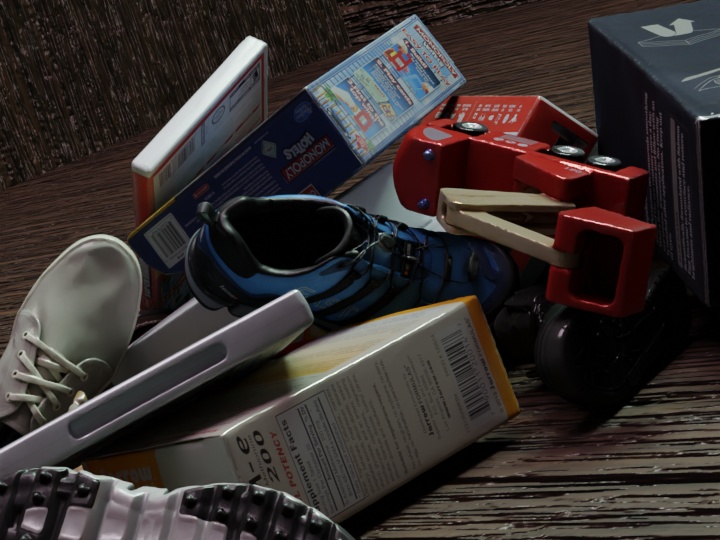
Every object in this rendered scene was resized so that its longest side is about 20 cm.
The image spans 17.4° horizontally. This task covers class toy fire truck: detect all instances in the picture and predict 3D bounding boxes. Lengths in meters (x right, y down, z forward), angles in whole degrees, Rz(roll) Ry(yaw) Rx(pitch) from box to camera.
[{"bbox_3d":[0.090,-0.034,1.308,0.199,0.049,0.141,17,20,30],"label":"toy fire truck"}]

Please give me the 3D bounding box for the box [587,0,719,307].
[{"bbox_3d":[0.255,-0.082,1.360,0.195,0.118,0.200,-10,24,-9],"label":"box"}]

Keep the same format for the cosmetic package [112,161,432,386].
[{"bbox_3d":[-0.062,0.016,1.497,0.151,0.052,0.200,-40,4,-33],"label":"cosmetic package"}]

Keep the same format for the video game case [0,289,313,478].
[{"bbox_3d":[-0.117,0.071,1.248,0.181,0.024,0.200,-29,-2,-10],"label":"video game case"}]

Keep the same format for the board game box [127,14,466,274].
[{"bbox_3d":[-0.026,-0.083,1.528,0.200,0.062,0.200,-36,2,42],"label":"board game box"}]

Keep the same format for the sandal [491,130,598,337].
[{"bbox_3d":[0.122,-0.045,1.516,0.201,0.045,0.075,-57,15,5],"label":"sandal"}]

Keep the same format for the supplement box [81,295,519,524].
[{"bbox_3d":[-0.029,0.089,1.244,0.199,0.074,0.126,-26,8,-41],"label":"supplement box"}]

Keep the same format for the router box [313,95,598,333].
[{"bbox_3d":[0.055,-0.023,1.504,0.180,0.049,0.200,-60,16,-5],"label":"router box"}]

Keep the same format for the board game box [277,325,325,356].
[{"bbox_3d":[-0.095,0.035,1.764,0.199,0.047,0.151,-15,10,18],"label":"board game box"}]

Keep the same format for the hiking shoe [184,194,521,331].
[{"bbox_3d":[0.000,0.000,1.345,0.198,0.075,0.087,3,-20,-10],"label":"hiking shoe"}]

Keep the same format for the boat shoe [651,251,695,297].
[{"bbox_3d":[0.208,-0.022,1.464,0.072,0.065,0.199,-25,11,-34],"label":"boat shoe"}]

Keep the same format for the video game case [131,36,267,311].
[{"bbox_3d":[-0.109,-0.047,1.625,0.017,0.201,0.143,26,53,18],"label":"video game case"}]

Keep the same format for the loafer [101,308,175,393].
[{"bbox_3d":[-0.182,0.093,1.562,0.199,0.073,0.071,-32,20,-24],"label":"loafer"}]

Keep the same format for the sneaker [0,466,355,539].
[{"bbox_3d":[-0.073,0.137,1.075,0.199,0.067,0.091,7,-24,23],"label":"sneaker"}]

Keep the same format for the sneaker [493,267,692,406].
[{"bbox_3d":[0.117,0.038,1.327,0.104,0.060,0.199,-11,7,32],"label":"sneaker"}]

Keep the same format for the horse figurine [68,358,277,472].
[{"bbox_3d":[-0.116,0.107,1.368,0.198,0.050,0.133,-8,26,18],"label":"horse figurine"}]

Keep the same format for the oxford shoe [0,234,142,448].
[{"bbox_3d":[-0.199,0.070,1.473,0.201,0.075,0.058,-57,7,-1],"label":"oxford shoe"}]
